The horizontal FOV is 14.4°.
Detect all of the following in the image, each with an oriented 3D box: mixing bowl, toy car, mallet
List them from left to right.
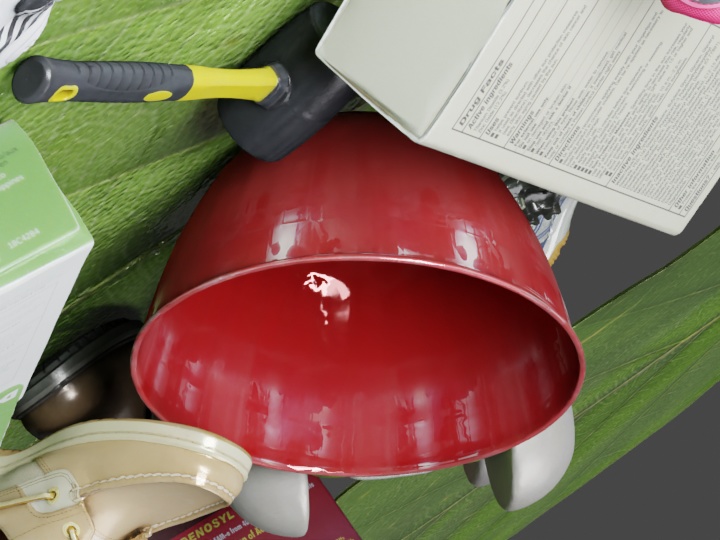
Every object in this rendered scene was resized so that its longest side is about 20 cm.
[{"bbox_3d":[-0.059,-0.078,1.092,0.066,0.041,0.200,-39,163,19],"label":"mallet"},{"bbox_3d":[0.000,0.000,1.265,0.199,0.109,0.201,1,150,0],"label":"mixing bowl"},{"bbox_3d":[0.008,0.046,1.429,0.174,0.151,0.200,-5,-175,-8],"label":"toy car"}]

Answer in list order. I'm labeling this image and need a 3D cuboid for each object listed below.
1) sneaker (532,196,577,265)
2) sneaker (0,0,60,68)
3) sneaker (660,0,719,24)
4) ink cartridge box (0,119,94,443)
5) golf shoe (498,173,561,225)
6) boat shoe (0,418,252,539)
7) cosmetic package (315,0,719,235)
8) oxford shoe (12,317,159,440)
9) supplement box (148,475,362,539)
[{"bbox_3d":[0.079,-0.052,1.500,0.088,0.075,0.200,1,135,-51],"label":"sneaker"},{"bbox_3d":[-0.137,-0.081,0.774,0.115,0.075,0.200,-29,169,-39],"label":"sneaker"},{"bbox_3d":[0.139,-0.156,1.120,0.200,0.080,0.075,-54,156,-67],"label":"sneaker"},{"bbox_3d":[-0.179,0.031,1.103,0.103,0.059,0.200,-29,166,-28],"label":"ink cartridge box"},{"bbox_3d":[0.128,-0.093,1.311,0.199,0.089,0.077,-22,164,15],"label":"golf shoe"},{"bbox_3d":[-0.136,0.118,1.315,0.199,0.070,0.074,-13,147,34],"label":"boat shoe"},{"bbox_3d":[0.085,-0.090,1.161,0.200,0.073,0.104,18,109,-52],"label":"cosmetic package"},{"bbox_3d":[-0.113,0.075,1.388,0.072,0.085,0.200,-35,166,7],"label":"oxford shoe"},{"bbox_3d":[-0.065,0.150,1.511,0.108,0.200,0.061,-29,165,-29],"label":"supplement box"}]
